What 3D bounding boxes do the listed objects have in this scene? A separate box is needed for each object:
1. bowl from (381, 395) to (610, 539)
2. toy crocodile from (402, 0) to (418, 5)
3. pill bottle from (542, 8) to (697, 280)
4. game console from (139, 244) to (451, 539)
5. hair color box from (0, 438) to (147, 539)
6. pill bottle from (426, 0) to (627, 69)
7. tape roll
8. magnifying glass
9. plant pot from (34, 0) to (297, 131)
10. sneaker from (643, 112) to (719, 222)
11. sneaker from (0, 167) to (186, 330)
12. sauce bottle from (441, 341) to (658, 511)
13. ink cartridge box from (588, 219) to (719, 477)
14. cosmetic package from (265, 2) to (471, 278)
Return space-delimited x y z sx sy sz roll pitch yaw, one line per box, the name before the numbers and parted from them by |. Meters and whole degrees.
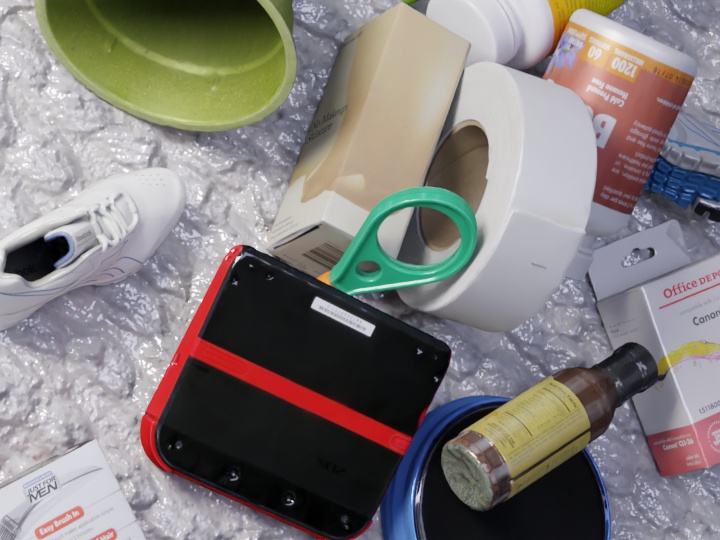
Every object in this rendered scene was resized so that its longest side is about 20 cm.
bowl | 0.111 0.196 1.781 0.200 0.039 0.201 7 74 -27
toy crocodile | 0.060 -0.315 1.861 0.062 0.067 0.201 14 71 -26
pill bottle | 0.182 -0.099 1.816 0.112 0.112 0.201 21 98 -24
game console | -0.049 0.097 1.684 0.200 0.031 0.177 26 88 -22
hair color box | -0.196 0.233 1.585 0.111 0.064 0.201 -27 93 -30
pill bottle | 0.149 -0.239 1.868 0.200 0.109 0.109 -36 96 -31
tape roll | 0.100 -0.056 1.741 0.071 0.202 0.203 17 70 -25
magnifying glass | 0.000 0.000 1.685 0.080 0.200 0.022 44 28 -29
plant pot | -0.119 -0.240 1.691 0.200 0.200 0.190 32 51 -19
sneaker | 0.254 -0.109 1.930 0.199 0.075 0.087 24 35 -15
sneaker | -0.200 -0.019 1.631 0.200 0.087 0.075 -34 93 -32
sauce bottle | 0.152 0.117 1.764 0.200 0.065 0.065 -28 92 -33
ink cartridge box | 0.277 0.058 1.891 0.116 0.067 0.201 -21 88 -32
cosmetic package | 0.006 -0.097 1.757 0.071 0.105 0.201 29 64 -20
